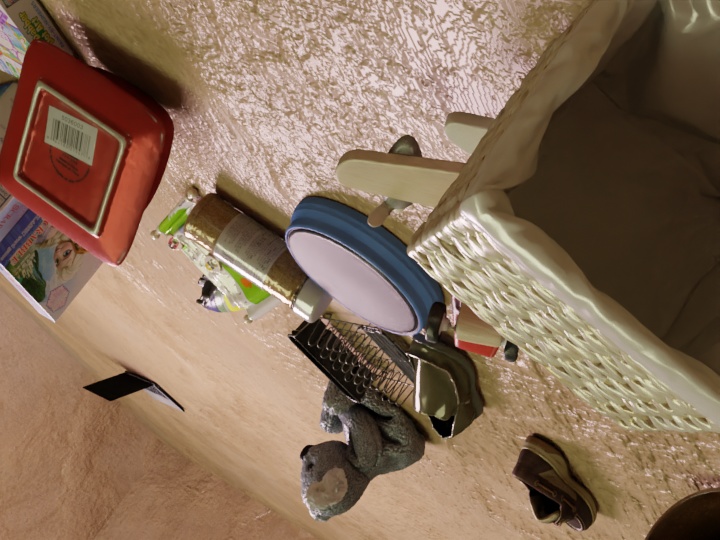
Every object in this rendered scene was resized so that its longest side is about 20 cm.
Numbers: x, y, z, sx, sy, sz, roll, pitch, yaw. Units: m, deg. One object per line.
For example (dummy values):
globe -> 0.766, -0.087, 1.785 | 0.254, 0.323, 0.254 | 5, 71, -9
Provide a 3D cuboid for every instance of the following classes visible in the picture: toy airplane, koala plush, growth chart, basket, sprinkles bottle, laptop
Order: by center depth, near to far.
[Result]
basket -> 0.164, -0.037, 0.637 | 0.199, 0.199, 0.161 | 37, 166, -4
toy airplane -> 0.107, -0.049, 0.839 | 0.198, 0.141, 0.200 | -31, 107, 29
sprinkles bottle -> -0.122, -0.017, 1.389 | 0.199, 0.068, 0.068 | 34, 161, 10
growth chart -> -0.177, -0.019, 1.483 | 0.200, 0.018, 0.145 | 44, 135, 0
koala plush -> -0.019, 0.293, 1.732 | 0.183, 0.201, 0.178 | 34, 161, 8
laptop -> -0.615, 0.349, 3.070 | 0.187, 0.116, 0.200 | 11, 149, 53

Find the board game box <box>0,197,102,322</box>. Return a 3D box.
board game box -> -0.449, -0.055, 1.682 | 0.041, 0.201, 0.200 | 25, 159, 28

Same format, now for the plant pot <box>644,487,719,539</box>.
plant pot -> 0.416, 0.347, 1.163 | 0.199, 0.188, 0.186 | 30, 167, -29

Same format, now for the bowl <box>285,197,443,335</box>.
bowl -> 0.000, 0.000, 1.257 | 0.200, 0.039, 0.201 | 33, 161, 13

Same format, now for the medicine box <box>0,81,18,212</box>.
medicine box -> -0.540, -0.156, 1.601 | 0.103, 0.201, 0.182 | 46, 159, -27

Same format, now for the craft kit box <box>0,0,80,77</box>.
craft kit box -> -0.431, -0.302, 1.311 | 0.199, 0.049, 0.198 | 24, 155, 33

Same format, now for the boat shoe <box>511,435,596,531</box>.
boat shoe -> 0.245, 0.293, 1.459 | 0.072, 0.072, 0.200 | 20, 155, 40

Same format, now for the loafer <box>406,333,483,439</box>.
loafer -> 0.100, 0.148, 1.379 | 0.075, 0.070, 0.200 | 23, 157, 35

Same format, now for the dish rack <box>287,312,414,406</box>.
dish rack -> 0.007, 0.124, 1.515 | 0.153, 0.055, 0.199 | 46, 159, -28

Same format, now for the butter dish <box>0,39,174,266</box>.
butter dish -> -0.288, -0.144, 1.288 | 0.199, 0.148, 0.201 | 33, 121, 14

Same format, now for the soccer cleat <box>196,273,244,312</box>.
soccer cleat -> -0.171, 0.020, 1.607 | 0.083, 0.065, 0.200 | 10, 166, -23
